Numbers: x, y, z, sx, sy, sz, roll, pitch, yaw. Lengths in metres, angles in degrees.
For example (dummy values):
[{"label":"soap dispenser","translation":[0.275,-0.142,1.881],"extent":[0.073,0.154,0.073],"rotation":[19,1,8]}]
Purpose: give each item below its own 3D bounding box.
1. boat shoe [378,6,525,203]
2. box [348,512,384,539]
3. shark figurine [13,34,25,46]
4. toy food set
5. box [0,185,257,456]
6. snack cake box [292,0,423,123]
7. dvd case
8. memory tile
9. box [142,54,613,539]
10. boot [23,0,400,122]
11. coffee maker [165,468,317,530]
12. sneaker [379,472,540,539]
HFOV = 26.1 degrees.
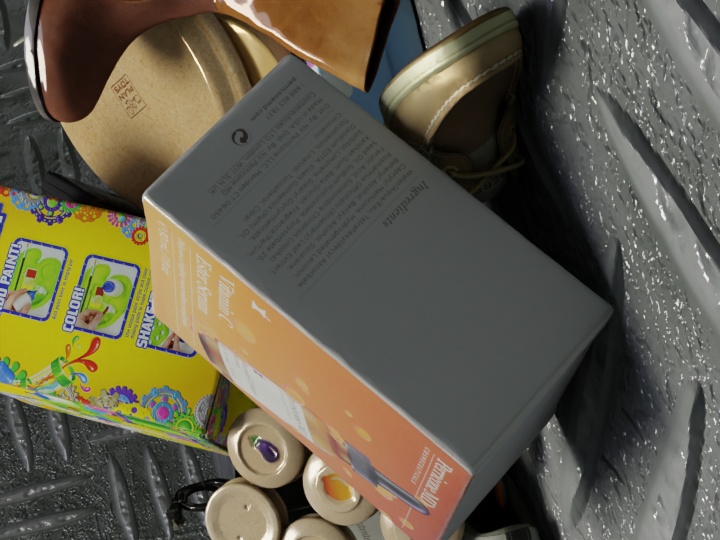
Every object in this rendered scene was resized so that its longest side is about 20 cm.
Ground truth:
[{"label":"boat shoe","translation":[0.049,-0.064,0.770],"extent":[0.066,0.074,0.200],"rotation":[57,166,9]},{"label":"box","translation":[0.050,0.281,1.002],"extent":[0.200,0.130,0.199],"rotation":[-122,21,-59]},{"label":"shark figurine","translation":[-0.127,-0.129,1.083],"extent":[0.214,0.090,0.128],"rotation":[39,141,-10]},{"label":"toy food set","translation":[-0.131,-0.121,0.981],"extent":[0.198,0.049,0.200],"rotation":[47,142,8]},{"label":"box","translation":[-0.152,0.041,1.021],"extent":[0.200,0.192,0.122],"rotation":[56,-133,-76]},{"label":"snack cake box","translation":[-0.014,-0.154,0.948],"extent":[0.115,0.067,0.200],"rotation":[160,95,-80]},{"label":"dvd case","translation":[-0.121,-0.022,1.114],"extent":[0.143,0.200,0.018],"rotation":[25,94,64]},{"label":"memory tile","translation":[-0.001,0.103,0.891],"extent":[0.017,0.153,0.200],"rotation":[-30,-37,-64]},{"label":"box","translation":[0.002,0.021,0.765],"extent":[0.200,0.106,0.152],"rotation":[39,158,12]},{"label":"boot","translation":[-0.076,-0.142,0.861],"extent":[0.189,0.200,0.068],"rotation":[-66,-18,3]},{"label":"coffee maker","translation":[-0.028,0.239,1.186],"extent":[0.135,0.192,0.200],"rotation":[-63,-32,-65]},{"label":"sneaker","translation":[0.061,0.136,0.958],"extent":[0.200,0.074,0.079],"rotation":[-132,38,-54]}]
